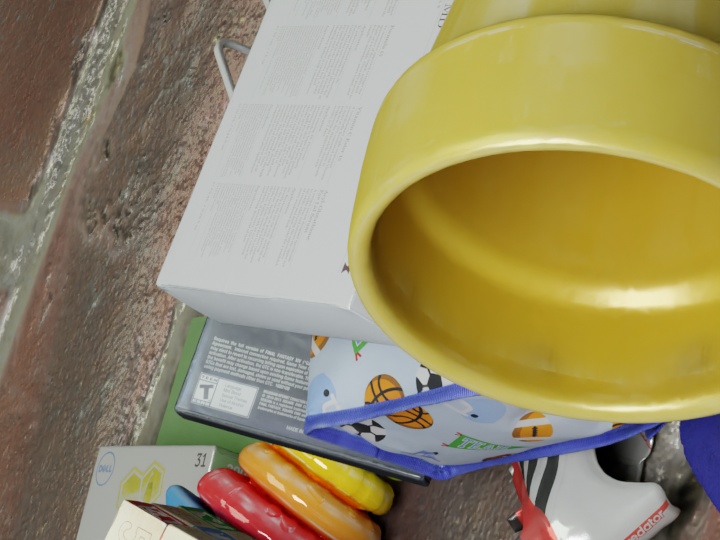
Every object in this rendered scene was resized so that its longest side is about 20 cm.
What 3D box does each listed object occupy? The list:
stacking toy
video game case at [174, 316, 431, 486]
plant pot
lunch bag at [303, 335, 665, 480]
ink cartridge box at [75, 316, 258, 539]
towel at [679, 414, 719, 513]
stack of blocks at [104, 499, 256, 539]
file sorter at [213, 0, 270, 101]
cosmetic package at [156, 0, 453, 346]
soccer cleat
[{"bbox_3d":[-0.007,0.093,1.442,0.201,0.110,0.116,-55,21,-3],"label":"stacking toy"},{"bbox_3d":[0.000,0.000,1.359,0.142,0.019,0.201,14,74,19],"label":"video game case"},{"bbox_3d":[0.105,-0.067,1.081,0.200,0.200,0.190,-29,40,44],"label":"plant pot"},{"bbox_3d":[0.081,-0.002,1.233,0.199,0.123,0.171,-19,62,44],"label":"lunch bag"},{"bbox_3d":[-0.110,0.116,1.609,0.145,0.048,0.202,-5,69,55],"label":"ink cartridge box"},{"bbox_3d":[0.209,0.035,1.099,0.148,0.049,0.201,-116,39,-49],"label":"towel"},{"bbox_3d":[-0.028,0.188,1.305,0.199,0.115,0.059,26,92,25],"label":"stack of blocks"},{"bbox_3d":[0.027,-0.146,1.503,0.200,0.124,0.139,-49,37,24],"label":"file sorter"},{"bbox_3d":[-0.002,-0.069,1.227,0.150,0.052,0.201,5,70,52],"label":"cosmetic package"},{"bbox_3d":[0.103,0.078,1.315,0.085,0.069,0.201,-33,36,12],"label":"soccer cleat"}]
